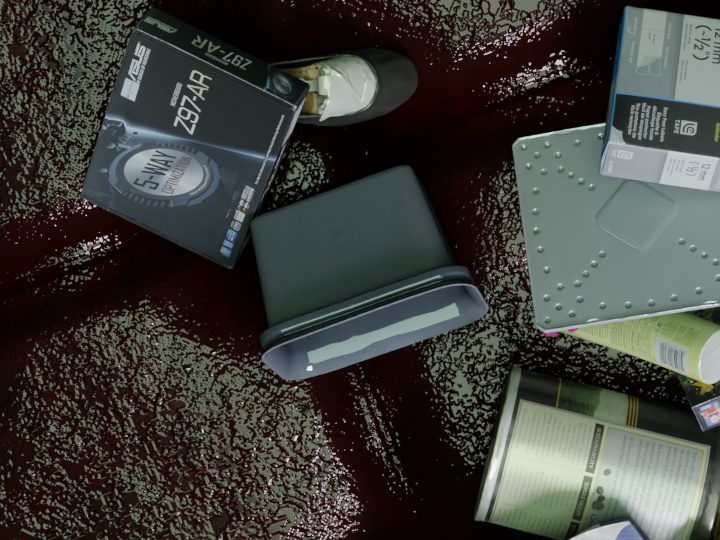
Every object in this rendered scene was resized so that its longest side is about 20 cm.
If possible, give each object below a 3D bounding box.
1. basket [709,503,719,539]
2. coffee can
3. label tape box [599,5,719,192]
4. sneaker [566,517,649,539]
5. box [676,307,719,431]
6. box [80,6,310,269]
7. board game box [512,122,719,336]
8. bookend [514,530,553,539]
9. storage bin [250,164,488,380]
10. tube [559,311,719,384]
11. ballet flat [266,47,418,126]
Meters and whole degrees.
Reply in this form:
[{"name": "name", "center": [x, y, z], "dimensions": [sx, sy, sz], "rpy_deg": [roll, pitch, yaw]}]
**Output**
[{"name": "basket", "center": [0.391, 0.204, 1.576], "dimensions": [0.149, 0.143, 0.200], "rpy_deg": [10, 100, 4]}, {"name": "coffee can", "center": [0.215, 0.179, 1.589], "dimensions": [0.200, 0.146, 0.147], "rpy_deg": [14, 100, 4]}, {"name": "label tape box", "center": [0.317, -0.143, 1.535], "dimensions": [0.200, 0.066, 0.143], "rpy_deg": [8, 64, 7]}, {"name": "sneaker", "center": [0.160, 0.276, 1.539], "dimensions": [0.199, 0.115, 0.081], "rpy_deg": [-33, 96, 2]}, {"name": "box", "center": [0.371, 0.046, 1.559], "dimensions": [0.200, 0.137, 0.038], "rpy_deg": [-24, 131, 9]}, {"name": "box", "center": [-0.151, -0.116, 1.590], "dimensions": [0.160, 0.044, 0.200], "rpy_deg": [26, 128, 1]}, {"name": "board game box", "center": [0.244, -0.044, 1.555], "dimensions": [0.200, 0.026, 0.200], "rpy_deg": [-9, 60, 8]}, {"name": "bookend", "center": [0.120, 0.316, 1.649], "dimensions": [0.200, 0.092, 0.199], "rpy_deg": [20, 99, 4]}, {"name": "storage bin", "center": [0.000, 0.000, 1.599], "dimensions": [0.200, 0.146, 0.134], "rpy_deg": [-19, 70, 8]}, {"name": "tube", "center": [0.241, 0.044, 1.572], "dimensions": [0.058, 0.200, 0.052], "rpy_deg": [-47, 132, -20]}, {"name": "ballet flat", "center": [-0.048, -0.162, 1.602], "dimensions": [0.200, 0.068, 0.068], "rpy_deg": [-6, 96, 7]}]
